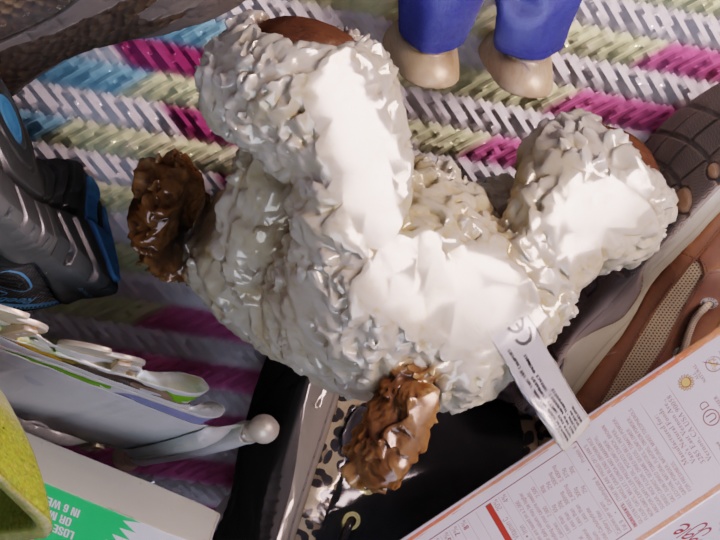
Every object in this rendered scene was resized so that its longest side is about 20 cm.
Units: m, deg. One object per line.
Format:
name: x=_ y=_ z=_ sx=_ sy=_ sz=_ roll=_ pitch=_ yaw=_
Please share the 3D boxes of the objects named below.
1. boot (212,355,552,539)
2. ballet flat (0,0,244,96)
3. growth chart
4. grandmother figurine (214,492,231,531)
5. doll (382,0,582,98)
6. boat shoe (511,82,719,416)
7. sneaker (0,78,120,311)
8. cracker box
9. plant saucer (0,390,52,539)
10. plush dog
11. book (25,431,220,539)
boot: x=0.010 y=0.133 z=0.896 sx=0.150 sy=0.073 sz=0.202 roll=17 pitch=81 yaw=-25
ballet flat: x=-0.106 y=-0.107 z=0.766 sx=0.199 sy=0.047 sz=0.067 roll=-26 pitch=155 yaw=13
growth chart: x=-0.131 y=0.045 z=0.830 sx=0.199 sy=0.018 sz=0.144 roll=28 pitch=153 yaw=-37
grandmother figurine: x=-0.007 y=0.171 z=0.978 sx=0.121 sy=0.061 sz=0.200 roll=-22 pitch=127 yaw=19
doll: x=0.054 y=-0.160 z=0.733 sx=0.135 sy=0.049 sz=0.201 roll=5 pitch=128 yaw=-9
boat shoe: x=0.138 y=-0.003 z=0.846 sx=0.071 sy=0.076 sz=0.200 roll=24 pitch=132 yaw=-15
sneaker: x=-0.155 y=-0.022 z=0.761 sx=0.081 sy=0.074 sz=0.200 roll=-18 pitch=157 yaw=4
cracker box: x=0.100 y=0.107 z=0.795 sx=0.199 sy=0.058 sz=0.134 roll=-34 pitch=154 yaw=7
plant saucer: x=-0.232 y=0.031 z=0.764 sx=0.199 sy=0.048 sz=0.200 roll=-11 pitch=130 yaw=39
plush dog: x=0.000 y=0.000 z=0.787 sx=0.199 sy=0.172 sz=0.162 roll=15 pitch=86 yaw=-22
book: x=-0.155 y=0.165 z=0.888 sx=0.133 sy=0.048 sz=0.201 roll=22 pitch=117 yaw=-1
